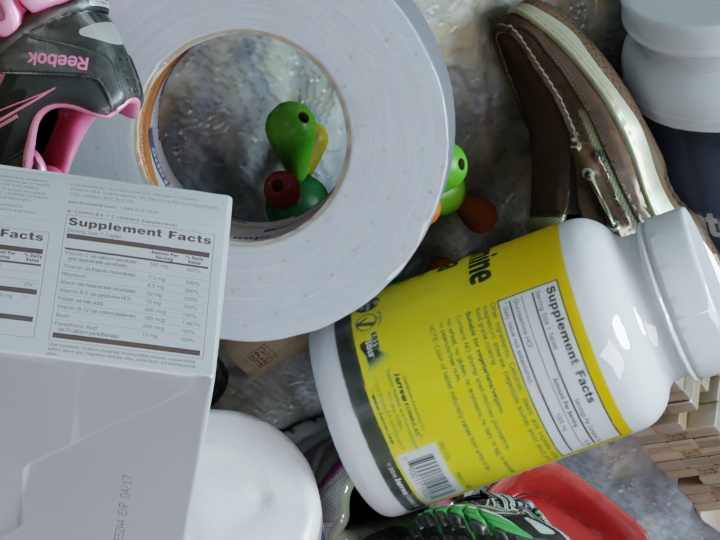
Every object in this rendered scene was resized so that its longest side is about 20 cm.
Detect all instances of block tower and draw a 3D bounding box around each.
[{"bbox_3d":[0.175,0.066,1.578,0.058,0.054,0.200,-10,142,29],"label":"block tower"}]

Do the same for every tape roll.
[{"bbox_3d":[-0.054,-0.068,1.359,0.200,0.066,0.201,1,100,4],"label":"tape roll"}]

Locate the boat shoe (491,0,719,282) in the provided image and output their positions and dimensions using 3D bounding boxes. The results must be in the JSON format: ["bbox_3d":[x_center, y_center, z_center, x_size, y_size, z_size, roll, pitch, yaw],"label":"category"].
[{"bbox_3d":[0.119,-0.044,1.460,0.075,0.075,0.203,-32,87,-15],"label":"boat shoe"}]

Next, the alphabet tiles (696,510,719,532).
[{"bbox_3d":[0.305,0.147,1.732,0.195,0.015,0.200,34,97,-35],"label":"alphabet tiles"}]

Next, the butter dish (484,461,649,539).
[{"bbox_3d":[0.103,0.232,1.578,0.200,0.148,0.199,-48,146,3],"label":"butter dish"}]

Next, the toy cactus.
[{"bbox_3d":[0.000,0.000,1.472,0.165,0.102,0.200,-41,134,11],"label":"toy cactus"}]

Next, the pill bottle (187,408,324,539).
[{"bbox_3d":[-0.072,0.162,1.462,0.111,0.111,0.200,-26,155,-11],"label":"pill bottle"}]

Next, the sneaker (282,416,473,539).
[{"bbox_3d":[0.043,0.098,1.536,0.200,0.088,0.081,-35,125,-6],"label":"sneaker"}]

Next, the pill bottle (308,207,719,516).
[{"bbox_3d":[0.084,0.041,1.396,0.199,0.113,0.113,-20,125,11],"label":"pill bottle"}]

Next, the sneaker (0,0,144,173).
[{"bbox_3d":[-0.181,-0.059,1.310,0.200,0.096,0.079,-35,171,26],"label":"sneaker"}]

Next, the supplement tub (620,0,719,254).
[{"bbox_3d":[0.219,-0.080,1.496,0.140,0.140,0.200,-26,123,-12],"label":"supplement tub"}]

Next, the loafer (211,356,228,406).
[{"bbox_3d":[-0.165,0.070,1.434,0.200,0.073,0.072,-21,118,-16],"label":"loafer"}]

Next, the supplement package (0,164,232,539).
[{"bbox_3d":[-0.149,0.060,1.270,0.155,0.111,0.200,7,138,-5],"label":"supplement package"}]

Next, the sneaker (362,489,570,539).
[{"bbox_3d":[0.067,0.141,1.423,0.085,0.200,0.078,-27,95,-17],"label":"sneaker"}]
